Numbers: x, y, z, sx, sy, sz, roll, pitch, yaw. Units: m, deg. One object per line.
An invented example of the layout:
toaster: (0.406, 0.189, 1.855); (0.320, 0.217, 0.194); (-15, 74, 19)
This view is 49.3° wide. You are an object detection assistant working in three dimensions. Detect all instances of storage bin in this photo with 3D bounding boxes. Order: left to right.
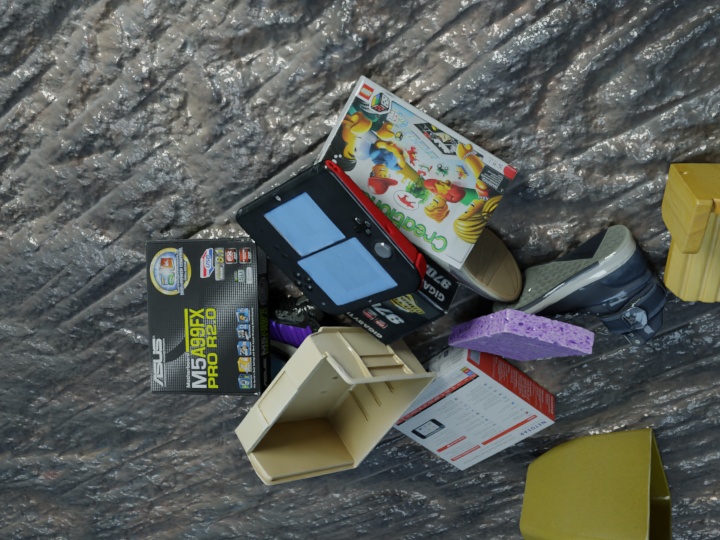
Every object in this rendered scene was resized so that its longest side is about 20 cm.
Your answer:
storage bin: (-0.035, 0.177, 1.047); (0.197, 0.094, 0.201); (5, 131, -51)

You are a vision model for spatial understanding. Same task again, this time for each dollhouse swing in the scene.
dollhouse swing: (0.425, -0.013, 0.819); (0.196, 0.182, 0.179); (3, 114, 10)

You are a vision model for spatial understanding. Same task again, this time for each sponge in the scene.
sponge: (0.192, 0.084, 0.976); (0.109, 0.030, 0.200); (14, 168, -10)

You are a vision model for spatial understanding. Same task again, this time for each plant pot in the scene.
plant pot: (0.352, 0.374, 1.184); (0.197, 0.197, 0.196); (-7, 132, 28)

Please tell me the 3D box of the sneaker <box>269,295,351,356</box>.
sneaker: (-0.096, 0.062, 1.078); (0.198, 0.070, 0.100); (27, 125, -17)

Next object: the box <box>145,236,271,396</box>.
box: (-0.199, 0.060, 1.027); (0.157, 0.044, 0.204); (-1, 91, 14)

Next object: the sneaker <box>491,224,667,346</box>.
sneaker: (0.275, 0.048, 0.965); (0.201, 0.078, 0.146); (-28, 120, 34)

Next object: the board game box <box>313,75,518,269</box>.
board game box: (0.056, -0.105, 0.856); (0.198, 0.035, 0.128); (28, 101, -11)

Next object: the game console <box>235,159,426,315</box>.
game console: (-0.035, -0.027, 0.877); (0.177, 0.031, 0.199); (44, 145, -21)

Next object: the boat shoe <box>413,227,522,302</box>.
boat shoe: (0.107, -0.026, 0.943); (0.198, 0.073, 0.065); (33, 149, -16)

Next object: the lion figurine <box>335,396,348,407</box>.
lion figurine: (-0.059, 0.211, 1.215); (0.122, 0.073, 0.201); (35, 117, -10)

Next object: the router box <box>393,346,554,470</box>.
router box: (0.154, 0.202, 1.158); (0.178, 0.049, 0.199); (35, 131, -20)

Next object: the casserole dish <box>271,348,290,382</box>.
casserole dish: (-0.165, 0.117, 1.114); (0.197, 0.039, 0.121); (27, 178, 2)

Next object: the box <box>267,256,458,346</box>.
box: (0.000, 0.000, 0.959); (0.199, 0.046, 0.159); (37, 148, -12)
